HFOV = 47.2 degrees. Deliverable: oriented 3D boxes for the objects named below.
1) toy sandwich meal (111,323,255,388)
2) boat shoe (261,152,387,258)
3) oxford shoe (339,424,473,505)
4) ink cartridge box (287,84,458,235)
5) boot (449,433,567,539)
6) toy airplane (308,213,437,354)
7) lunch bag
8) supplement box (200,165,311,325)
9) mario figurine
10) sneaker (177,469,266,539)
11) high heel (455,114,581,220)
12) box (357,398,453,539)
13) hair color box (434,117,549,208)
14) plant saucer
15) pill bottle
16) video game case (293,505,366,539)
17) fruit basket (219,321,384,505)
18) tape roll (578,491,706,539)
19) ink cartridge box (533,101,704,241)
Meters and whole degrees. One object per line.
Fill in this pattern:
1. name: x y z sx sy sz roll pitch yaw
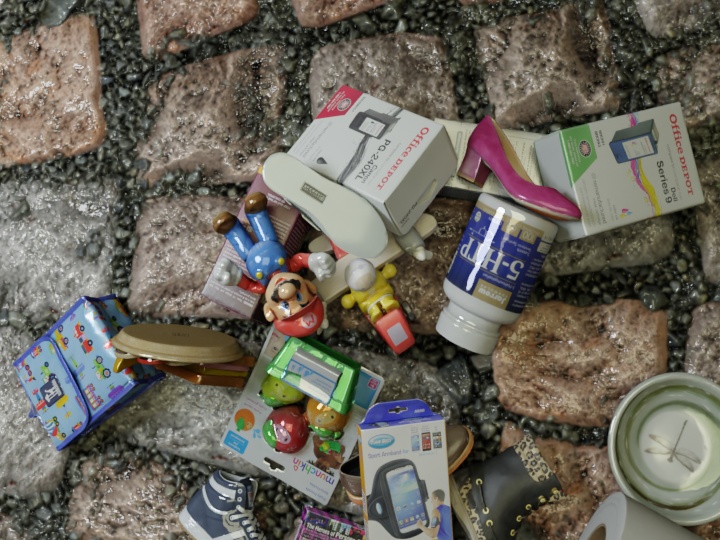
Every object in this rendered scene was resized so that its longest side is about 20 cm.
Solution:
1. toy sandwich meal: -0.250 0.124 1.148 0.200 0.205 0.072 8 95 6
2. boat shoe: -0.044 -0.089 1.114 0.199 0.064 0.071 39 90 3
3. oxford shoe: 0.064 0.262 1.147 0.197 0.074 0.072 -26 43 1
4. ink cartridge box: 0.017 -0.159 1.164 0.198 0.084 0.146 28 73 35
5. boot: 0.217 0.342 1.135 0.149 0.073 0.203 -31 74 3
6. toy airplane: 0.000 0.000 1.164 0.195 0.141 0.205 13 84 7
7. lunch bag: -0.417 0.155 1.222 0.199 0.094 0.152 -37 81 12
8. supplement box: -0.142 -0.033 1.198 0.084 0.110 0.203 24 85 8
9. mario figurine: -0.113 -0.005 1.081 0.123 0.105 0.202 -40 78 30
10. sneaker: -0.156 0.370 1.166 0.198 0.070 0.109 36 89 12
11. high heel: 0.226 -0.139 1.117 0.198 0.067 0.098 30 96 38
12. box: 0.059 0.279 1.105 0.116 0.041 0.205 -6 97 -9
13. hair color box: 0.196 -0.153 1.207 0.195 0.061 0.101 10 83 6
14. plant saucer: 0.437 0.244 1.137 0.195 0.050 0.205 -1 83 5
15. pill bottle: 0.183 0.007 1.148 0.118 0.120 0.204 23 100 8
16. video game case: -0.016 0.445 1.132 0.196 0.036 0.185 21 85 -11
17. fruit basket: -0.086 0.202 1.172 0.182 0.094 0.203 27 89 8
18. tape roll: 0.349 0.407 1.048 0.137 0.203 0.206 28 86 8
19. ink cartridge box: 0.358 -0.136 1.143 0.196 0.087 0.149 -14 90 -16
